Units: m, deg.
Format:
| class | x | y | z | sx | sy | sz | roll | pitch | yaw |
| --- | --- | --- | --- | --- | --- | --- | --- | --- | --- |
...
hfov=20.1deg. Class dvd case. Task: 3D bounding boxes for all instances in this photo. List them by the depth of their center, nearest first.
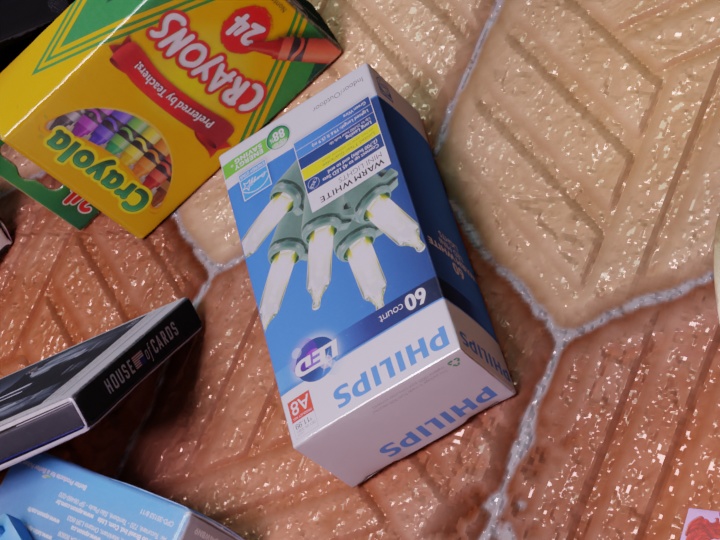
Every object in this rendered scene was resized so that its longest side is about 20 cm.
| class | x | y | z | sx | sy | sz | roll | pitch | yaw |
| --- | --- | --- | --- | --- | --- | --- | --- | --- | --- |
| dvd case | -0.198 | 0.083 | 1.120 | 0.200 | 0.025 | 0.150 | -23 | 11 | 25 |

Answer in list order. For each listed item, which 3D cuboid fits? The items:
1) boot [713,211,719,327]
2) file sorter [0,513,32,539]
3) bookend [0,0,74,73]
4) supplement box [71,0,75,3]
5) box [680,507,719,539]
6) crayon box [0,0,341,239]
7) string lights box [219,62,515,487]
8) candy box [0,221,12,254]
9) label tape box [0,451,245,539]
| class | x | y | z | sx | sy | sz | roll | pitch | yaw |
| --- | --- | --- | --- | --- | --- | --- | --- | --- | --- |
| boot | 0.239 | -0.027 | 0.876 | 0.154 | 0.074 | 0.201 | -2 | 65 | 33 |
| file sorter | -0.208 | 0.209 | 0.957 | 0.139 | 0.123 | 0.200 | -47 | 46 | 5 |
| bookend | -0.272 | -0.193 | 1.231 | 0.092 | 0.200 | 0.199 | -26 | 85 | -22 |
| supplement box | -0.196 | -0.230 | 1.293 | 0.109 | 0.109 | 0.200 | -36 | 39 | -26 |
| box | 0.172 | 0.200 | 0.808 | 0.137 | 0.039 | 0.201 | 2 | 65 | 40 |
| crayon box | -0.124 | -0.103 | 1.170 | 0.200 | 0.127 | 0.051 | -43 | 46 | 10 |
| string lights box | 0.000 | 0.000 | 1.054 | 0.103 | 0.059 | 0.200 | -32 | 48 | 17 |
| candy box | -0.331 | 0.018 | 1.253 | 0.136 | 0.061 | 0.200 | 16 | 56 | 36 |
| label tape box | -0.157 | 0.205 | 1.048 | 0.143 | 0.066 | 0.201 | 14 | 76 | 43 |
